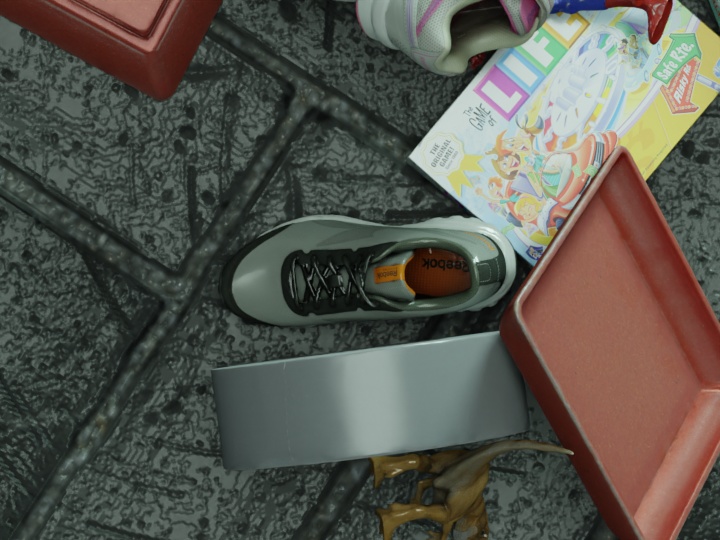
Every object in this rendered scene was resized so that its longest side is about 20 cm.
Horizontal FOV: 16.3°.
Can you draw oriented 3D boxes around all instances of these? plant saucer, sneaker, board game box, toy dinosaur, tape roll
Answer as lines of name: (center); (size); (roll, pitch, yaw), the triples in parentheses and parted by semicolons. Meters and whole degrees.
plant saucer: (-0.171, -0.248, 1.691); (0.199, 0.037, 0.201); (28, 87, -1)
sneaker: (0.098, -0.189, 1.578); (0.200, 0.081, 0.088); (-40, 54, 3)
plant saucer: (0.165, 0.055, 1.609); (0.037, 0.200, 0.200); (-16, 114, 35)
board game box: (0.144, -0.108, 1.697); (0.134, 0.034, 0.200); (40, 88, 0)
sneaker: (0.000, 0.000, 1.659); (0.198, 0.079, 0.075); (-5, 95, 13)
toy dinosaur: (0.061, 0.131, 1.614); (0.105, 0.200, 0.061); (-11, 70, -10)
tape roll: (0.006, 0.082, 1.605); (0.198, 0.200, 0.067); (-8, 89, -2)

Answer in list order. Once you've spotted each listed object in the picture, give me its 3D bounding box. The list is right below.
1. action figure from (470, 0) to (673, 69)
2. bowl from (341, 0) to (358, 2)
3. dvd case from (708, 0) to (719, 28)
action figure: (0.092, -0.169, 1.649); (0.199, 0.065, 0.099); (17, 66, 31)
bowl: (-0.002, -0.279, 1.626); (0.199, 0.091, 0.202); (3, 56, -5)
dvd case: (0.317, -0.231, 1.695); (0.199, 0.022, 0.147); (-23, 89, -12)
